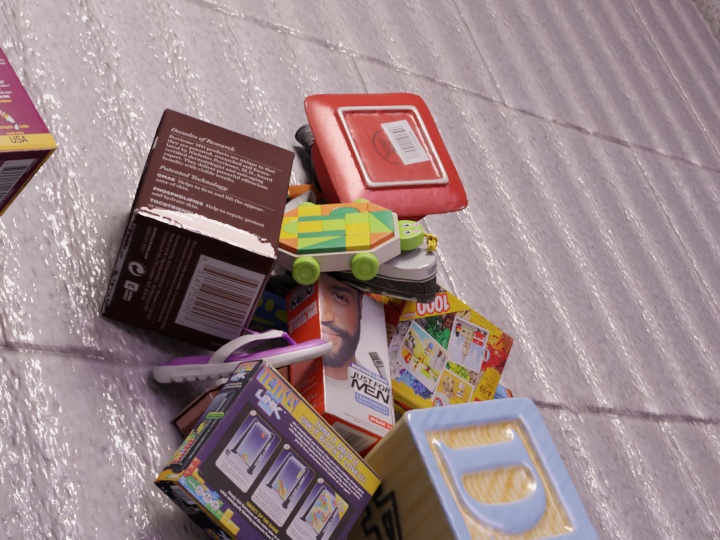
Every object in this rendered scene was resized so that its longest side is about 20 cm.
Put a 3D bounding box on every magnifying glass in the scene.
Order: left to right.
[{"bbox_3d":[-0.117,-0.102,1.928,0.199,0.022,0.080,-6,60,-55],"label":"magnifying glass"}]

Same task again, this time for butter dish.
[{"bbox_3d":[0.014,-0.125,1.907,0.198,0.148,0.201,-6,59,-31],"label":"butter dish"}]

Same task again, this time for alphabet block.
[{"bbox_3d":[0.109,0.280,1.589,0.194,0.200,0.197,-2,56,-34],"label":"alphabet block"}]

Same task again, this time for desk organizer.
[{"bbox_3d":[-0.111,0.162,1.610,0.199,0.072,0.077,-15,69,-54],"label":"desk organizer"}]

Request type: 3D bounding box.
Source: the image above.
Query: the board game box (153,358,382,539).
[{"bbox_3d":[-0.093,0.221,1.490,0.200,0.057,0.166,48,57,-20],"label":"board game box"}]

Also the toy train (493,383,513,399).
[{"bbox_3d":[0.189,0.232,1.860,0.114,0.087,0.201,27,27,-24],"label":"toy train"}]

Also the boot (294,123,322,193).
[{"bbox_3d":[-0.004,-0.132,2.054,0.200,0.070,0.132,41,16,-34],"label":"boot"}]

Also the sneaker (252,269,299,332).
[{"bbox_3d":[-0.077,0.043,1.775,0.199,0.071,0.083,27,44,-24],"label":"sneaker"}]

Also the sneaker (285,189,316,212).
[{"bbox_3d":[-0.051,-0.035,1.817,0.075,0.088,0.200,37,11,-46],"label":"sneaker"}]

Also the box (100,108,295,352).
[{"bbox_3d":[-0.183,-0.043,1.621,0.163,0.167,0.201,18,39,-10],"label":"box"}]

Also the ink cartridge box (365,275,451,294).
[{"bbox_3d":[0.051,0.067,1.902,0.199,0.067,0.117,4,52,-47],"label":"ink cartridge box"}]

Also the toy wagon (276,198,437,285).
[{"bbox_3d":[-0.008,-0.041,1.687,0.198,0.040,0.156,-4,29,1],"label":"toy wagon"}]

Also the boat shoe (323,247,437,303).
[{"bbox_3d":[0.000,0.000,1.721,0.199,0.064,0.071,13,33,28],"label":"boat shoe"}]

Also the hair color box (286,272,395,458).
[{"bbox_3d":[-0.023,0.111,1.644,0.110,0.064,0.201,26,40,-33],"label":"hair color box"}]

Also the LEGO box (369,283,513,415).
[{"bbox_3d":[0.086,0.108,1.799,0.200,0.077,0.150,34,70,-37],"label":"LEGO box"}]

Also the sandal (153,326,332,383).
[{"bbox_3d":[-0.132,0.088,1.559,0.082,0.201,0.050,-59,139,-86],"label":"sandal"}]

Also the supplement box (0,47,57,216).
[{"bbox_3d":[-0.435,-0.169,1.524,0.103,0.131,0.201,-11,63,-53],"label":"supplement box"}]
